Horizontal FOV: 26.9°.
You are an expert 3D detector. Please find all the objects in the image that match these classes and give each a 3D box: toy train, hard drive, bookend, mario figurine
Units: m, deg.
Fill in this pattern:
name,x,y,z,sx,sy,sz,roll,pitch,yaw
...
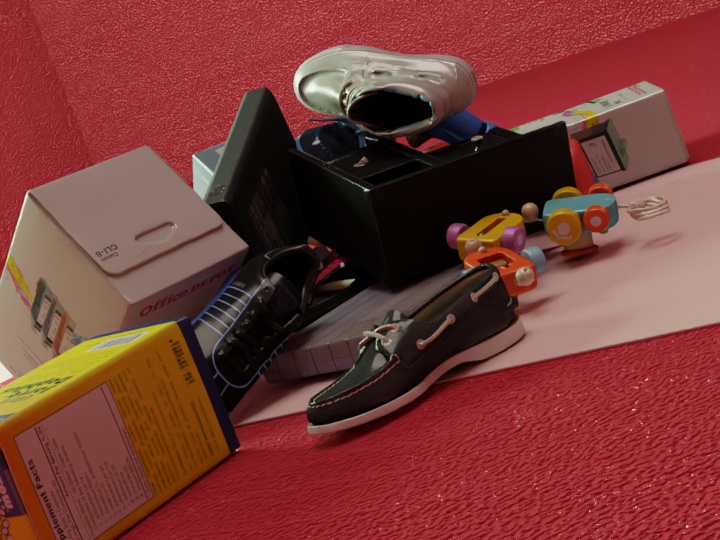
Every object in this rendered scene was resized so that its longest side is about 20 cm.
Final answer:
name,x,y,z,sx,sy,sz,roll,pitch,yaw
toy train,0.157,-0.014,1.262,0.200,0.056,0.150,-20,22,-22
hard drive,-0.091,-0.066,1.436,0.033,0.140,0.200,-13,34,19
bookend,0.065,-0.082,1.399,0.199,0.092,0.199,-19,21,-17
mario figurine,0.136,-0.100,1.491,0.200,0.106,0.123,26,24,7

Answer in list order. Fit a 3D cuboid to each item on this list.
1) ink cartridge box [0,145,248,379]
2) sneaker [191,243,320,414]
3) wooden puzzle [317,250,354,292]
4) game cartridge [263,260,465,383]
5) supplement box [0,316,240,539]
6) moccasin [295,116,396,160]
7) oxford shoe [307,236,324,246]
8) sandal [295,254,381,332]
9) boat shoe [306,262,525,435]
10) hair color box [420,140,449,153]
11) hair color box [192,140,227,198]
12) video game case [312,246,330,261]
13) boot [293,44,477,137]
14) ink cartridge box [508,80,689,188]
name,x,y,z,sx,sy,sz,roll,pitch,yaw
ink cartridge box,-0.219,0.020,1.332,0.145,0.145,0.200,-28,-23,-44
sneaker,-0.094,0.049,1.227,0.078,0.070,0.200,-27,26,38
wooden puzzle,0.043,-0.030,1.600,0.185,0.046,0.200,-24,10,-20
game cartridge,0.021,0.041,1.294,0.129,0.039,0.200,-8,15,40
supplement box,-0.200,0.124,1.060,0.109,0.109,0.200,-13,12,39
moccasin,-0.012,-0.135,1.550,0.068,0.081,0.200,-36,3,16
oxford shoe,-0.044,-0.074,1.641,0.073,0.072,0.200,-7,11,22
sandal,0.000,0.000,1.438,0.200,0.045,0.075,-32,-4,-9
boat shoe,0.033,0.056,1.088,0.200,0.060,0.076,-28,12,-38
hair color box,0.040,-0.083,1.595,0.101,0.061,0.200,-22,6,17
hair color box,-0.128,-0.052,1.661,0.099,0.200,0.061,-26,49,-30
video game case,-0.132,0.040,1.562,0.143,0.018,0.200,-35,-2,39
boot,0.005,-0.169,1.430,0.199,0.074,0.096,2,23,31
ink cartridge box,0.238,-0.130,1.623,0.199,0.084,0.145,-20,9,6
